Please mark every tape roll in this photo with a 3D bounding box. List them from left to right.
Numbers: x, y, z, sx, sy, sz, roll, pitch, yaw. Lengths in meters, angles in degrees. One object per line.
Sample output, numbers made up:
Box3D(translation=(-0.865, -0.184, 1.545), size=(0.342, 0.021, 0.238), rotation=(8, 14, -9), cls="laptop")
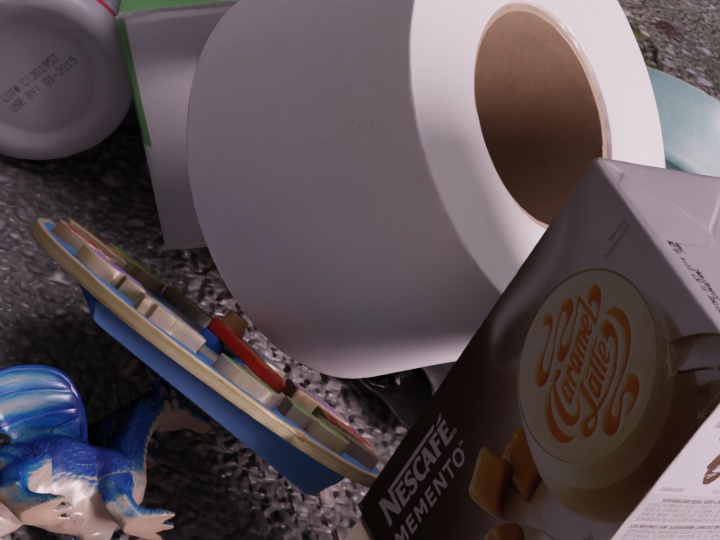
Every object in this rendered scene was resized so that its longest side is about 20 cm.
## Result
Box3D(translation=(0.034, -0.057, 0.864), size=(0.202, 0.139, 0.204), rotation=(17, 68, -47), cls="tape roll")

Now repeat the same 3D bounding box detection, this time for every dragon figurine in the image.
Box3D(translation=(-0.144, 0.082, 0.784), size=(0.199, 0.059, 0.100), rotation=(8, 37, -40), cls="dragon figurine")

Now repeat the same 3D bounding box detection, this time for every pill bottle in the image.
Box3D(translation=(-0.173, -0.158, 1.040), size=(0.108, 0.109, 0.200), rotation=(22, 33, -15), cls="pill bottle")

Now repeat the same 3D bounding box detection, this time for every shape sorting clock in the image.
Box3D(translation=(-0.069, 0.036, 0.845), size=(0.200, 0.039, 0.200), rotation=(41, -2, 1), cls="shape sorting clock")

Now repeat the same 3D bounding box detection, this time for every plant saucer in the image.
Box3D(translation=(0.176, -0.059, 1.164), size=(0.199, 0.200, 0.036), rotation=(31, 66, -2), cls="plant saucer")

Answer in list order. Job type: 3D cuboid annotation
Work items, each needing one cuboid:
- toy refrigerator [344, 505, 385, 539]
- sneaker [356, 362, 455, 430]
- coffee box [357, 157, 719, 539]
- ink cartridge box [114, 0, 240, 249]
Box3D(translation=(0.065, 0.189, 0.803), size=(0.200, 0.076, 0.070), rotation=(35, 32, 4), cls="toy refrigerator")
Box3D(translation=(-0.002, 0.002, 1.014), size=(0.200, 0.060, 0.104), rotation=(48, 31, 18), cls="sneaker")
Box3D(translation=(0.095, 0.070, 0.729), size=(0.079, 0.200, 0.115), rotation=(6, 41, -37), cls="coffee box")
Box3D(translation=(-0.074, -0.129, 1.021), size=(0.087, 0.146, 0.200), rotation=(-7, 34, 3), cls="ink cartridge box")
